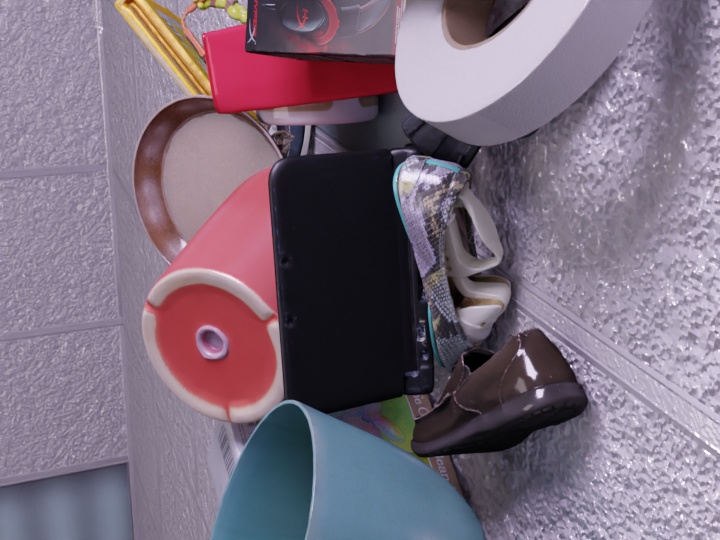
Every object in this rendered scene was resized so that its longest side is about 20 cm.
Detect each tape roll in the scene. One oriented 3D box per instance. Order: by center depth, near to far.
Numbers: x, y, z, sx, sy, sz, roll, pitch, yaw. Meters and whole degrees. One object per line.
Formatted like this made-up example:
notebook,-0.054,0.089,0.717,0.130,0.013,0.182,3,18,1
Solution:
tape roll,0.095,-0.171,0.547,0.203,0.037,0.203,-39,39,40

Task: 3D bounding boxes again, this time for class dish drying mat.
dish drying mat,-0.040,-0.186,0.822,0.018,0.199,0.077,-41,-55,-72

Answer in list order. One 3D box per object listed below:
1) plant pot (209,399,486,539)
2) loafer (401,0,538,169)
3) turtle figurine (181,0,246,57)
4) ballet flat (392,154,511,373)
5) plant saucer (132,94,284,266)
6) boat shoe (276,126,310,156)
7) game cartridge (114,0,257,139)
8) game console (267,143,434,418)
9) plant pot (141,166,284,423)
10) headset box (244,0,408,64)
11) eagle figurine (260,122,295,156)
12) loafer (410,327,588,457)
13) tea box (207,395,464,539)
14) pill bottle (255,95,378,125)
plant pot,-0.006,0.214,0.676,0.201,0.161,0.201,-52,26,39
loafer,0.103,-0.126,0.637,0.070,0.068,0.200,44,147,-7
turtle figurine,-0.085,-0.284,0.999,0.064,0.200,0.162,-34,-34,-66
ballet flat,0.078,0.004,0.712,0.072,0.072,0.201,50,162,54
plant saucer,-0.142,-0.077,0.938,0.200,0.034,0.201,10,111,27
boat shoe,-0.091,-0.214,1.085,0.075,0.062,0.201,-133,41,-56
game cartridge,-0.177,-0.219,1.033,0.176,0.032,0.200,52,-172,-4
game console,0.000,0.000,0.774,0.176,0.116,0.201,-69,-24,-79
plant pot,-0.084,0.028,0.820,0.200,0.177,0.201,10,117,21
headset box,0.009,-0.234,0.712,0.200,0.075,0.149,14,103,39
eagle figurine,-0.082,-0.050,1.019,0.200,0.151,0.152,59,171,20
loafer,0.099,0.095,0.710,0.200,0.073,0.072,-39,54,56
tea box,-0.019,0.222,0.859,0.134,0.196,0.200,116,140,-55
pill bottle,-0.045,-0.242,0.882,0.120,0.119,0.201,-153,59,-64
